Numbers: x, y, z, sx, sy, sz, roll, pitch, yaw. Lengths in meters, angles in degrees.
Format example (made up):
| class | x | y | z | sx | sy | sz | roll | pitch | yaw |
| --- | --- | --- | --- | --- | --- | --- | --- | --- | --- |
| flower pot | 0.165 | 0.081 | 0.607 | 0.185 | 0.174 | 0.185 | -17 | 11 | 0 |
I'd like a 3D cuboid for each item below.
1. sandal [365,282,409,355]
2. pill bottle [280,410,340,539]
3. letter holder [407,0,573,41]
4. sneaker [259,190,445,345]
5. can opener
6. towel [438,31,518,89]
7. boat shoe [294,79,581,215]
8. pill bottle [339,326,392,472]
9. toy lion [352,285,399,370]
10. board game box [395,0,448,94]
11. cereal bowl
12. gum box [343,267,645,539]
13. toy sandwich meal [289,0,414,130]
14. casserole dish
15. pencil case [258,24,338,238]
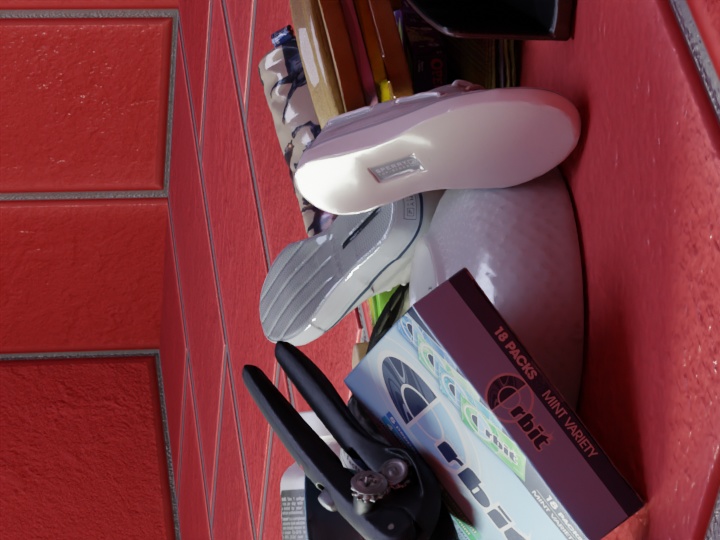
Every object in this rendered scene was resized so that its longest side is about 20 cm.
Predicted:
| class | x | y | z | sx | sy | sz | roll | pitch | yaw |
| --- | --- | --- | --- | --- | --- | --- | --- | --- | --- |
| sandal | 0.060 | 0.017 | 1.659 | 0.080 | 0.057 | 0.201 | -71 | 8 | -47 |
| pill bottle | -0.009 | 0.217 | 1.921 | 0.116 | 0.116 | 0.200 | 149 | 120 | -78 |
| letter holder | 0.046 | -0.223 | 1.470 | 0.200 | 0.142 | 0.101 | -115 | 25 | -65 |
| sneaker | 0.000 | 0.000 | 1.613 | 0.200 | 0.071 | 0.073 | -37 | 55 | 48 |
| can opener | -0.015 | 0.115 | 1.450 | 0.200 | 0.063 | 0.079 | 42 | 158 | 36 |
| towel | 0.080 | -0.142 | 1.635 | 0.200 | 0.023 | 0.144 | -122 | 31 | -72 |
| boat shoe | 0.052 | -0.087 | 1.447 | 0.072 | 0.200 | 0.069 | 48 | -138 | -30 |
| pill bottle | 0.040 | 0.142 | 1.647 | 0.112 | 0.112 | 0.200 | -106 | 18 | -55 |
| toy lion | 0.016 | -0.024 | 1.823 | 0.192 | 0.069 | 0.200 | 90 | 172 | -53 |
| board game box | 0.043 | -0.129 | 1.705 | 0.200 | 0.032 | 0.120 | -101 | 14 | -69 |
| cereal bowl | 0.081 | 0.023 | 1.484 | 0.200 | 0.083 | 0.200 | 180 | 90 | -79 |
| gum box | 0.074 | 0.101 | 1.376 | 0.170 | 0.045 | 0.200 | 54 | 161 | 5 |
| toy sandwich meal | 0.004 | -0.150 | 1.591 | 0.205 | 0.070 | 0.205 | -14 | -90 | -82 |
| casserole dish | -0.010 | 0.188 | 1.530 | 0.200 | 0.039 | 0.121 | 41 | -137 | -85 |
| pencil case | -0.016 | -0.088 | 1.715 | 0.089 | 0.078 | 0.200 | -48 | 52 | 50 |
